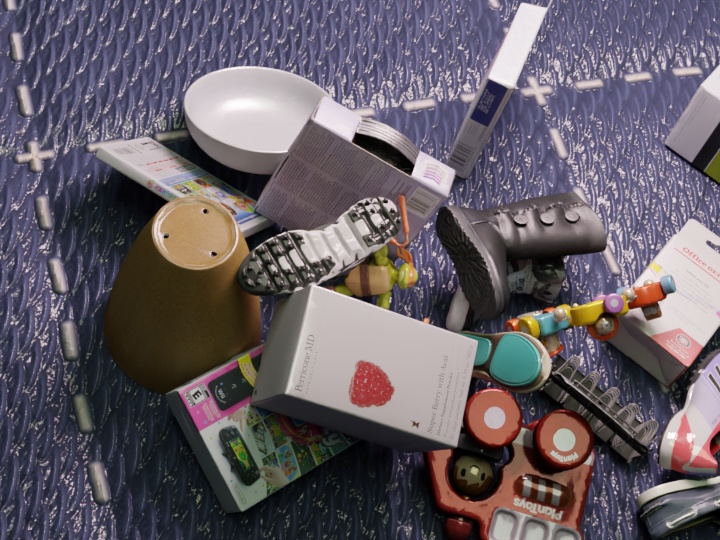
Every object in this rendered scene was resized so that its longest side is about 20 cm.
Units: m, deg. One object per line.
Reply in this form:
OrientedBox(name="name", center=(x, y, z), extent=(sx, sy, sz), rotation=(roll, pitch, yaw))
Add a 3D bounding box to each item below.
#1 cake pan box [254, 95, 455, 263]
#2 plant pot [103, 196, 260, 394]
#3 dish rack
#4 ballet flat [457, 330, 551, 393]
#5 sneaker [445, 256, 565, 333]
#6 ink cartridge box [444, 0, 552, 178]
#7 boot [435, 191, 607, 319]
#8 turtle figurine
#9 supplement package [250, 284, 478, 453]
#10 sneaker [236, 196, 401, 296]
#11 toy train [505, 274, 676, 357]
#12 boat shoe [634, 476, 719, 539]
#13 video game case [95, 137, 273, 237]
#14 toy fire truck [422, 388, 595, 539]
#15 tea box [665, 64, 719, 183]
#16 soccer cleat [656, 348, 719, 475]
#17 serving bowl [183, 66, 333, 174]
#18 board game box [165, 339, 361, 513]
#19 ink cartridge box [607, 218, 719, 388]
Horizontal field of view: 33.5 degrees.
OrientedBox(name="cake pan box", center=(-0.009, -0.095, 1.423), extent=(0.183, 0.200, 0.053), rotation=(26, 50, -10))
OrientedBox(name="plant pot", center=(-0.191, 0.014, 1.333), extent=(0.185, 0.200, 0.188), rotation=(6, 58, -9))
OrientedBox(name="dish rack", center=(0.273, 0.155, 1.362), extent=(0.153, 0.200, 0.055), rotation=(39, 85, 11))
OrientedBox(name="ballet flat", center=(0.170, 0.104, 1.376), extent=(0.062, 0.200, 0.068), rotation=(24, 85, -28))
OrientedBox(name="sneaker", center=(0.189, 0.017, 1.492), extent=(0.113, 0.076, 0.200), rotation=(28, 54, 9))
OrientedBox(name="ink cartridge box", center=(0.184, -0.253, 1.589), extent=(0.043, 0.197, 0.201), rotation=(24, 56, 1))
OrientedBox(name="boot", center=(0.210, -0.021, 1.447), extent=(0.198, 0.066, 0.166), rotation=(-4, 53, -26))
OrientedBox(name="turtle figurine", center=(0.000, 0.000, 1.426), extent=(0.160, 0.201, 0.065), rotation=(-2, 29, 5))
OrientedBox(name="supplement package", center=(0.003, 0.109, 1.273), extent=(0.199, 0.120, 0.122), rotation=(19, 73, -19))
OrientedBox(name="sneaker", center=(-0.049, -0.013, 1.315), extent=(0.199, 0.091, 0.067), rotation=(-26, 78, -26))
OrientedBox(name="toy train", center=(0.276, 0.060, 1.430), extent=(0.199, 0.150, 0.056), rotation=(-17, 87, 24))
OrientedBox(name="boat shoe", center=(0.419, 0.271, 1.388), extent=(0.198, 0.075, 0.062), rotation=(-6, 58, -15))
OrientedBox(name="video game case", center=(-0.208, -0.102, 1.458), extent=(0.199, 0.018, 0.143), rotation=(31, 16, 7))
OrientedBox(name="toy fire truck", center=(0.164, 0.232, 1.343), extent=(0.198, 0.112, 0.169), rotation=(16, 75, -2))
OrientedBox(name="tea box", center=(0.578, -0.217, 1.695), extent=(0.196, 0.134, 0.200), rotation=(37, 58, 11))
OrientedBox(name="soccer cleat", center=(0.421, 0.171, 1.436), extent=(0.073, 0.069, 0.200), rotation=(15, 42, 29))
OrientedBox(name="serving bowl", center=(-0.129, -0.183, 1.537), extent=(0.198, 0.066, 0.201), rotation=(7, 38, -6))
OrientedBox(name="board game box", center=(-0.092, 0.153, 1.324), extent=(0.199, 0.064, 0.148), rotation=(-28, 90, -27))
OrientedBox(name="ink cartridge box", center=(0.410, 0.038, 1.536), extent=(0.116, 0.068, 0.200), rotation=(39, 60, 12))
